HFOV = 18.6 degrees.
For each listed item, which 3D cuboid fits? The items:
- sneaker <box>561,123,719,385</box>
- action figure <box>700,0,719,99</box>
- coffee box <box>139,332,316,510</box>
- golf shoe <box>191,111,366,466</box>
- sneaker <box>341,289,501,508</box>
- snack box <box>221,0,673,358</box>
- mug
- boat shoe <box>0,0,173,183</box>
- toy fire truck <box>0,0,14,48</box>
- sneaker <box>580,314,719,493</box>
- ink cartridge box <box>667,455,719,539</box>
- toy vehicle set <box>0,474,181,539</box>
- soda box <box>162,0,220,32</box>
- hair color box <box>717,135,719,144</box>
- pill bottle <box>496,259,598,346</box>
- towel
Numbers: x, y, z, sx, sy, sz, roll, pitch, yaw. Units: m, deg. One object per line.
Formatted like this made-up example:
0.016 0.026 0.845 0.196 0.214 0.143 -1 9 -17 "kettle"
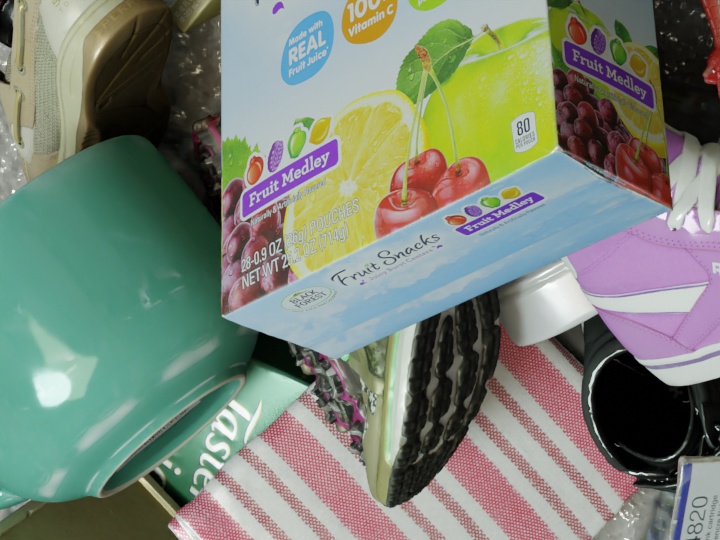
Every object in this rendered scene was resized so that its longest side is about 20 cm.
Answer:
0.149 -0.023 0.851 0.114 0.073 0.200 47 140 -15 "sneaker"
0.124 -0.129 0.887 0.065 0.200 0.100 1 110 17 "action figure"
-0.105 0.070 1.103 0.199 0.044 0.124 25 111 9 "coffee box"
0.000 0.000 1.002 0.092 0.073 0.201 -24 74 -11 "golf shoe"
0.005 -0.001 0.928 0.088 0.077 0.202 10 108 35 "sneaker"
0.024 -0.091 0.804 0.168 0.067 0.202 -26 54 39 "snack box"
-0.127 0.041 1.002 0.115 0.152 0.185 49 132 9 "mug"
-0.133 -0.083 1.014 0.065 0.072 0.200 43 156 11 "boat shoe"
-0.180 -0.167 0.970 0.128 0.200 0.177 31 113 7 "toy fire truck"
0.165 0.094 0.995 0.071 0.099 0.200 -40 93 22 "sneaker"
0.202 0.159 0.976 0.198 0.041 0.201 0 110 -24 "ink cartridge box"
-0.085 0.180 1.025 0.200 0.124 0.027 46 121 8 "toy vehicle set"
-0.033 -0.205 0.987 0.068 0.064 0.200 44 114 1 "soda box"
0.222 -0.086 0.942 0.109 0.065 0.201 21 113 9 "hair color box"
0.054 -0.073 0.973 0.111 0.111 0.201 -28 96 23 "pill bottle"
0.027 0.105 1.041 0.200 0.030 0.147 -42 92 -8 "towel"
